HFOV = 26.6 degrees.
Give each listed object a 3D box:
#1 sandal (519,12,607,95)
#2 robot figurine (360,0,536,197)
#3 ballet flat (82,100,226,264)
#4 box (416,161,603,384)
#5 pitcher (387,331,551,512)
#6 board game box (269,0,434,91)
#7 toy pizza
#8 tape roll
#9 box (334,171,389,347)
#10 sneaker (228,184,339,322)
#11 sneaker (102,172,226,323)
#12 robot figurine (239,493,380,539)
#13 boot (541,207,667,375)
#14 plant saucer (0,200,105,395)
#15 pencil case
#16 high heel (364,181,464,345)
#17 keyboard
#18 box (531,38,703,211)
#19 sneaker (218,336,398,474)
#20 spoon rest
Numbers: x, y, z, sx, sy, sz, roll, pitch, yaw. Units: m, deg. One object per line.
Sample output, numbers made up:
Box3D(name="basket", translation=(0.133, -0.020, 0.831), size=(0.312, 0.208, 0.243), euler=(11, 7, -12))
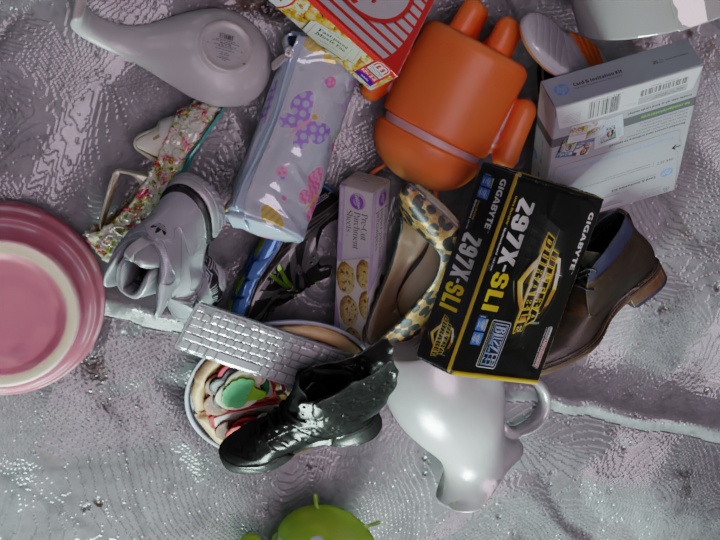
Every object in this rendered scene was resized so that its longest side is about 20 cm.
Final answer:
Box3D(name="sandal", translation=(0.195, -0.198, 1.509), size=(0.059, 0.079, 0.207), euler=(-25, 152, 28))
Box3D(name="robot figurine", translation=(0.085, -0.165, 1.488), size=(0.144, 0.117, 0.200), euler=(22, 100, -32))
Box3D(name="ballet flat", translation=(-0.202, -0.092, 1.461), size=(0.064, 0.076, 0.200), euler=(30, 95, -11))
Box3D(name="box", translation=(0.146, 0.006, 1.468), size=(0.160, 0.049, 0.200), euler=(12, 100, -50))
Box3D(name="pitcher", translation=(0.116, 0.129, 1.599), size=(0.172, 0.121, 0.200), euler=(-40, 124, -23))
Box3D(name="board game box", translation=(-0.023, -0.288, 1.414), size=(0.200, 0.046, 0.152), euler=(39, 56, -23))
Box3D(name="toy pizza", translation=(-0.078, 0.129, 1.543), size=(0.200, 0.032, 0.200), euler=(-6, 132, -7))
Box3D(name="tape roll", translation=(0.287, -0.320, 1.444), size=(0.203, 0.203, 0.139), euler=(-21, 111, -7))
Box3D(name="box", translation=(0.000, 0.000, 1.531), size=(0.041, 0.039, 0.200), euler=(17, 121, 23))
Box3D(name="sneaker", translation=(-0.075, 0.005, 1.523), size=(0.083, 0.071, 0.200), euler=(26, 96, -14))
Box3D(name="sneaker", translation=(-0.187, 0.006, 1.439), size=(0.115, 0.075, 0.200), euler=(-49, 161, -35))
Box3D(name="robot figurine", translation=(-0.055, 0.336, 1.609), size=(0.175, 0.116, 0.200), euler=(23, 100, -13))
Box3D(name="boot", translation=(0.227, 0.022, 1.595), size=(0.200, 0.075, 0.097), euler=(-38, 120, -18))
Box3D(name="plant saucer", translation=(-0.347, 0.034, 1.465), size=(0.200, 0.051, 0.201), euler=(-4, 111, -9))
Box3D(name="pencil case", translation=(-0.065, -0.126, 1.447), size=(0.083, 0.091, 0.200), euler=(16, 84, 24))
Box3D(name="high heel", translation=(0.039, 0.000, 1.469), size=(0.143, 0.071, 0.200), euler=(-40, 147, -1))
Box3D(name="keyboard", translation=(-0.079, 0.084, 1.483), size=(0.200, 0.011, 0.056), euler=(20, 111, -20))
Box3D(name="box", translation=(0.251, -0.132, 1.522), size=(0.156, 0.041, 0.200), euler=(-17, 146, -8))
Box3D(name="sneaker", translation=(-0.053, 0.132, 1.480), size=(0.200, 0.060, 0.104), euler=(-14, 137, 6))
Box3D(name="spoon rest", translation=(-0.178, -0.216, 1.432), size=(0.200, 0.061, 0.099), euler=(16, 71, -21))
